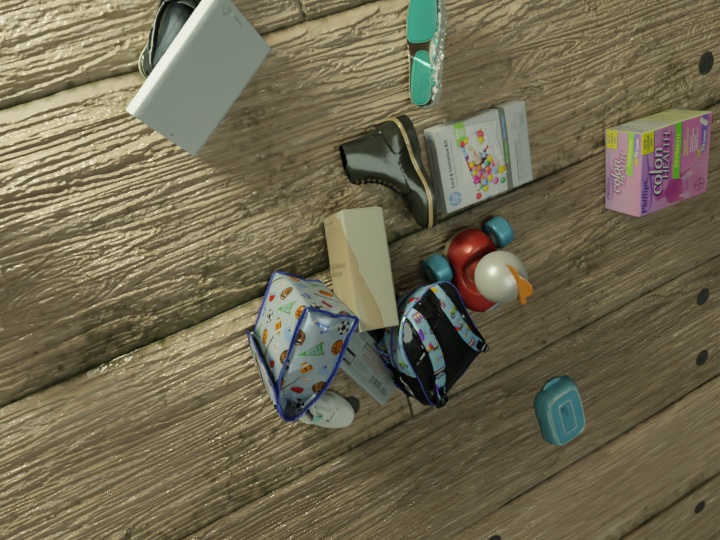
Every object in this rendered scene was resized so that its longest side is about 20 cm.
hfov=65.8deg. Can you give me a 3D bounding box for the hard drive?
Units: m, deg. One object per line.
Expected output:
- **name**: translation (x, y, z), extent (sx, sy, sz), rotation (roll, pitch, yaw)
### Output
- **hard drive**: translation (-0.222, -0.273, 0.788), extent (0.200, 0.026, 0.132), rotation (-54, 154, 1)

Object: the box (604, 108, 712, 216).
- **box**: translation (0.632, -0.233, 1.187), extent (0.199, 0.097, 0.176), rotation (-18, 115, -17)

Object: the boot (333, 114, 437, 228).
- **boot**: translation (0.045, -0.151, 0.970), extent (0.138, 0.077, 0.201), rotation (-23, 103, -11)

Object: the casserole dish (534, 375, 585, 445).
- **casserole dish**: translation (0.496, 0.350, 1.365), extent (0.121, 0.039, 0.200), rotation (-29, 116, -13)

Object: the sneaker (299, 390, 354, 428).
- **sneaker**: translation (-0.085, 0.262, 1.039), extent (0.200, 0.088, 0.075), rotation (31, 92, -30)

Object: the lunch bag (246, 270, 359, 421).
- **lunch bag**: translation (-0.114, 0.125, 0.931), extent (0.124, 0.170, 0.201), rotation (14, 104, -29)

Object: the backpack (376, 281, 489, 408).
- **backpack**: translation (0.116, 0.117, 1.010), extent (0.183, 0.134, 0.200), rotation (-45, 124, -24)

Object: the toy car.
- **toy car**: translation (0.252, 0.020, 1.044), extent (0.184, 0.200, 0.177), rotation (-30, 118, -12)

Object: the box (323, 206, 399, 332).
- **box**: translation (0.000, 0.000, 0.945), extent (0.078, 0.095, 0.201), rotation (-8, 87, -24)

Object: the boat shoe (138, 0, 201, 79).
- **boat shoe**: translation (-0.241, -0.348, 0.766), extent (0.074, 0.066, 0.200), rotation (35, 91, -29)

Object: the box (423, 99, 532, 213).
- **box**: translation (0.224, -0.214, 1.041), extent (0.199, 0.041, 0.156), rotation (-21, 115, -15)

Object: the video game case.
- **video game case**: translation (0.035, 0.129, 1.049), extent (0.182, 0.023, 0.200), rotation (-54, 126, -18)

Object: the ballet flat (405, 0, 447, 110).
- **ballet flat**: translation (0.113, -0.373, 0.930), extent (0.072, 0.072, 0.201), rotation (-7, 113, -22)
